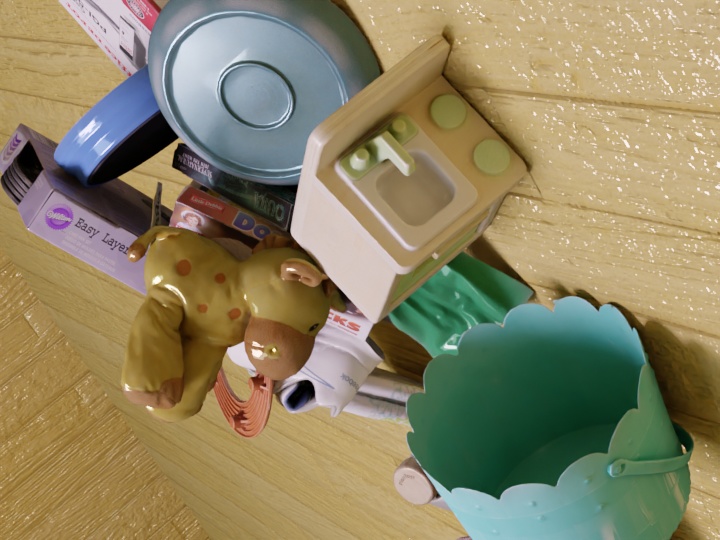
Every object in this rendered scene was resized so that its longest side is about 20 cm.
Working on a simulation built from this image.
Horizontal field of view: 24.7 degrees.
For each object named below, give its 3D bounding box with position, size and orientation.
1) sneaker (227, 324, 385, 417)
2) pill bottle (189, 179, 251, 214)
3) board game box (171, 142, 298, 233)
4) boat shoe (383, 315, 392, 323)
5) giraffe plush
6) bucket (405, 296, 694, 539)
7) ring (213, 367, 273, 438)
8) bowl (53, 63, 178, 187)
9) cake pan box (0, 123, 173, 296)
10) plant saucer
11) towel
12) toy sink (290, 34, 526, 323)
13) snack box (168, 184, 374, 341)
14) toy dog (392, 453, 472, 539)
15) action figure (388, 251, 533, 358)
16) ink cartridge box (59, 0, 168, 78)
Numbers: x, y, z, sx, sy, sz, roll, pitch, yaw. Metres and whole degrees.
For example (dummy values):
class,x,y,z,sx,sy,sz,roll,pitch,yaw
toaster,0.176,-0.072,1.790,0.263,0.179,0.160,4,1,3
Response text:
class,x,y,z,sx,sy,sz,roll,pitch,yaw
sneaker,-0.068,0.086,1.537,0.200,0.087,0.075,3,146,52
pill bottle,-0.076,-0.024,1.613,0.200,0.111,0.111,43,161,21
board game box,-0.064,-0.072,1.480,0.200,0.135,0.028,29,111,50
boat shoe,0.000,0.000,1.508,0.199,0.066,0.074,24,172,-22
giraffe plush,-0.097,0.032,1.373,0.173,0.161,0.201,-53,-33,-71
bucket,0.148,0.135,1.248,0.207,0.207,0.135,26,152,53
ring,-0.126,0.061,1.560,0.200,0.019,0.201,171,90,-67
bowl,-0.185,-0.145,1.485,0.039,0.200,0.201,52,163,2
cake pan box,-0.242,-0.050,1.546,0.200,0.052,0.184,31,-172,-32
plant saucer,-0.081,-0.145,1.322,0.199,0.027,0.201,9,131,11
towel,-0.005,0.122,1.682,0.199,0.048,0.171,15,-179,-27
toy sink,0.037,-0.061,1.231,0.112,0.130,0.200,47,161,10
snack box,-0.073,-0.006,1.433,0.199,0.024,0.072,26,145,0
toy dog,0.112,0.249,1.713,0.200,0.132,0.096,54,142,20
action figure,0.033,-0.009,1.370,0.200,0.055,0.118,36,120,-9
ink cartridge box,-0.201,-0.259,1.492,0.147,0.083,0.200,48,162,7
